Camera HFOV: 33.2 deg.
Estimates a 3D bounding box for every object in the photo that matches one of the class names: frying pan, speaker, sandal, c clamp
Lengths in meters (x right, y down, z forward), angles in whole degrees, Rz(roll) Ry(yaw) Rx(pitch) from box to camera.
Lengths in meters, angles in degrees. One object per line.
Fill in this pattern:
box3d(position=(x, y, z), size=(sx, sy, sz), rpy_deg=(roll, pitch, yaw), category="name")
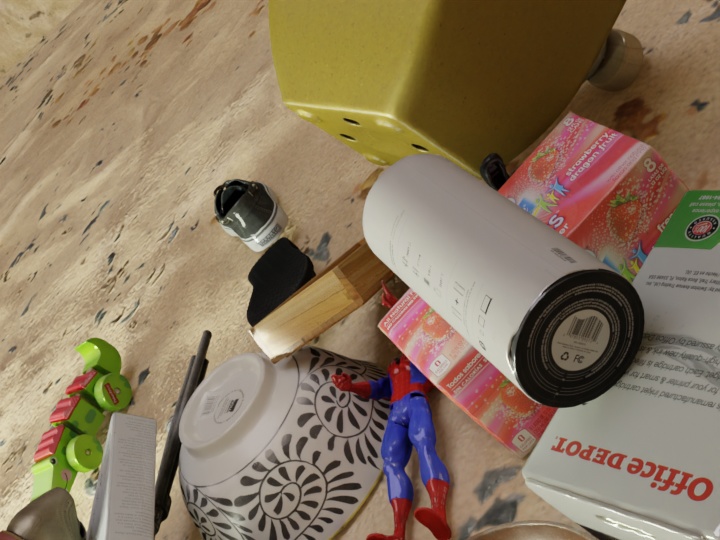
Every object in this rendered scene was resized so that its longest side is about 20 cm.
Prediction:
box3d(position=(0.117, -0.064, 0.879), size=(0.115, 0.031, 0.190), rpy_deg=(-39, -9, -18), category="frying pan")
box3d(position=(0.073, -0.002, 0.696), size=(0.081, 0.081, 0.200), rpy_deg=(-48, 32, 1), category="speaker")
box3d(position=(-0.066, 0.016, 1.124), size=(0.075, 0.048, 0.200), rpy_deg=(-45, 15, 8), category="sandal")
box3d(position=(-0.161, 0.149, 1.037), size=(0.200, 0.027, 0.171), rpy_deg=(-84, 9, -62), category="c clamp")

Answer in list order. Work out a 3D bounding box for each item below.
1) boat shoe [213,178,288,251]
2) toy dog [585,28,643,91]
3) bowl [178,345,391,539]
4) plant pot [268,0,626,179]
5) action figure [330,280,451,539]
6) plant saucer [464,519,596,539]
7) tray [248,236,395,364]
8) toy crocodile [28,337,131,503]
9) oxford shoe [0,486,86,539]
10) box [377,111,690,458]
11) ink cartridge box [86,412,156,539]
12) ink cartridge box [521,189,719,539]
box3d(position=(-0.127, -0.072, 1.291), size=(0.069, 0.057, 0.200), rpy_deg=(-48, 20, -3), category="boat shoe")
box3d(position=(0.134, -0.175, 1.009), size=(0.200, 0.132, 0.096), rpy_deg=(-18, 61, 30), category="toy dog")
box3d(position=(-0.076, 0.124, 0.926), size=(0.201, 0.094, 0.201), rpy_deg=(-32, 30, 22), category="bowl")
box3d(position=(0.050, -0.179, 0.867), size=(0.194, 0.195, 0.200), rpy_deg=(14, 82, 43), category="plant pot")
box3d(position=(0.019, 0.091, 0.843), size=(0.065, 0.099, 0.200), rpy_deg=(-32, 29, 26), category="action figure")
box3d(position=(0.073, 0.230, 0.647), size=(0.200, 0.034, 0.200), rpy_deg=(-36, 30, 24), category="plant saucer")
box3d(position=(0.000, 0.000, 0.954), size=(0.099, 0.037, 0.200), rpy_deg=(-35, 4, 32), category="tray")
box3d(position=(-0.293, 0.158, 1.240), size=(0.067, 0.062, 0.200), rpy_deg=(-22, 37, 41), category="toy crocodile")
box3d(position=(-0.241, 0.228, 0.946), size=(0.075, 0.070, 0.200), rpy_deg=(-53, -5, -28), category="oxford shoe")
box3d(position=(0.123, 0.006, 0.796), size=(0.200, 0.095, 0.103), rpy_deg=(-47, 30, 1), category="box")
box3d(position=(-0.188, 0.243, 0.897), size=(0.200, 0.041, 0.200), rpy_deg=(-100, 24, -58), category="ink cartridge box")
box3d(position=(0.198, 0.060, 0.632), size=(0.200, 0.083, 0.147), rpy_deg=(-56, 28, -14), category="ink cartridge box")
